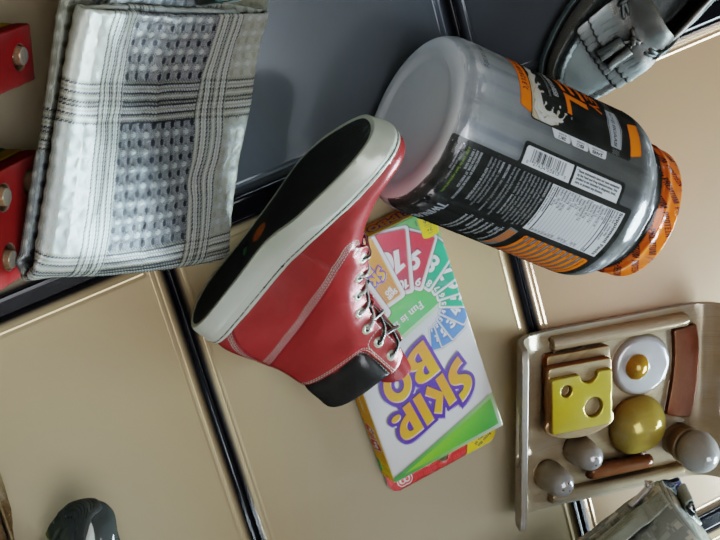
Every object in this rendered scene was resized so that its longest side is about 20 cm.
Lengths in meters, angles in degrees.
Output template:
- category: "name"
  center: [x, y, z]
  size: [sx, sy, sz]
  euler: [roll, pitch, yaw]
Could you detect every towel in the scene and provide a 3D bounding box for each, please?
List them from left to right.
- category: "towel"
  center: [-0.126, -0.095, 1.137]
  size: [0.192, 0.034, 0.201]
  euler: [-5, 108, -55]

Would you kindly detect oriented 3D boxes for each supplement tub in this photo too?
- category: "supplement tub"
  center: [0.115, -0.071, 1.254]
  size: [0.199, 0.122, 0.123]
  euler: [20, 96, -29]

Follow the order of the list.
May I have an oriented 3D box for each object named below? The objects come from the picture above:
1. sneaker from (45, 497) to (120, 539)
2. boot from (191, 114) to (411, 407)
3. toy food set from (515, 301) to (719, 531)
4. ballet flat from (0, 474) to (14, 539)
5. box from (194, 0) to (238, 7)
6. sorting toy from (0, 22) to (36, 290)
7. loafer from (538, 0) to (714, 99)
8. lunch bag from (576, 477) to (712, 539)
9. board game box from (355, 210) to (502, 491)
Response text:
- category: "sneaker"
  center: [-0.164, 0.237, 1.249]
  size: [0.084, 0.074, 0.201]
  euler: [-16, 119, -26]
- category: "boot"
  center: [0.000, 0.000, 1.211]
  size: [0.144, 0.073, 0.200]
  euler: [31, 119, -18]
- category: "toy food set"
  center: [0.205, 0.111, 1.381]
  size: [0.199, 0.060, 0.144]
  euler: [-9, 108, -23]
- category: "ballet flat"
  center: [-0.252, 0.176, 1.182]
  size: [0.068, 0.072, 0.201]
  euler: [-21, 112, -18]
- category: "box"
  center: [-0.090, -0.273, 1.094]
  size: [0.036, 0.144, 0.201]
  euler: [-9, 111, 12]
- category: "sorting toy"
  center: [-0.250, -0.060, 1.047]
  size: [0.069, 0.199, 0.201]
  euler: [3, 108, 17]
- category: "loafer"
  center: [0.209, -0.193, 1.296]
  size: [0.200, 0.063, 0.072]
  euler: [-45, 117, -7]
- category: "lunch bag"
  center: [0.196, 0.268, 1.366]
  size: [0.200, 0.139, 0.168]
  euler: [-37, 123, 0]
- category: "board game box"
  center: [0.035, 0.060, 1.309]
  size: [0.095, 0.030, 0.201]
  euler: [-26, 116, -16]
